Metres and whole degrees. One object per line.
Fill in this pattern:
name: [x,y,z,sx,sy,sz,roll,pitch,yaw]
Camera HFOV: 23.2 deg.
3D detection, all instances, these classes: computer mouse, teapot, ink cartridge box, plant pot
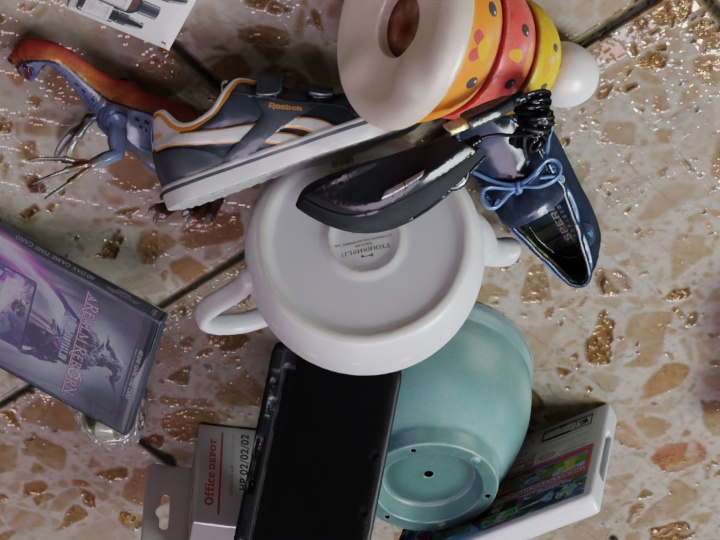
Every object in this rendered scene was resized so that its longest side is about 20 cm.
computer mouse: [0.052,-0.070,1.240,0.199,0.046,0.140,-18,170,-4]
teapot: [0.000,0.000,1.366,0.199,0.198,0.146,28,164,9]
ink cartridge box: [-0.096,0.209,1.592,0.198,0.116,0.068,7,134,-8]
plant pot: [0.056,0.138,1.516,0.199,0.135,0.201,0,134,-1]

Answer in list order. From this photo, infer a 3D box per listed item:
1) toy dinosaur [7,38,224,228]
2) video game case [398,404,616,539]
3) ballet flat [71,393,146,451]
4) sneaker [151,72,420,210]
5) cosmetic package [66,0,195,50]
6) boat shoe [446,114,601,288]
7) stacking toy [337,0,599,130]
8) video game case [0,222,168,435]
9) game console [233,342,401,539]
toy dinosaur: [-0.176,-0.118,1.328,0.200,0.105,0.182,-37,120,-17]
video game case: [0.128,0.198,1.552,0.199,0.182,0.023,-24,103,20]
ballet flat: [-0.223,0.104,1.523,0.071,0.072,0.201,1,135,-3]
sneaker: [-0.057,-0.109,1.278,0.199,0.080,0.078,-17,176,-8]
cosmetic package: [-0.126,-0.248,1.193,0.082,0.051,0.200,19,131,-20]
boat shoe: [0.138,-0.065,1.366,0.084,0.069,0.200,-31,127,25]
stacking toy: [0.096,-0.161,1.258,0.199,0.147,0.146,8,137,-35]
video game case: [-0.261,0.040,1.437,0.199,0.019,0.143,28,132,6]
game console: [-0.034,0.170,1.449,0.115,0.202,0.176,11,171,6]
